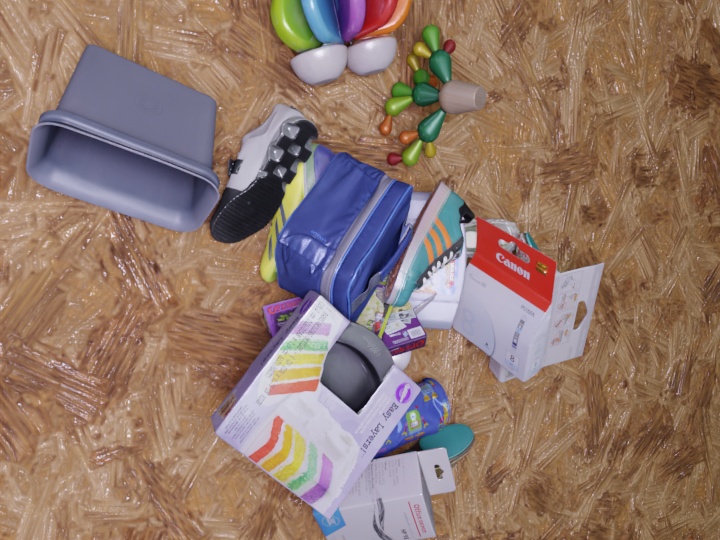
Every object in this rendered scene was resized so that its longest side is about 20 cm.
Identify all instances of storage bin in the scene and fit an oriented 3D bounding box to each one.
[{"bbox_3d":[-0.261,-0.151,0.682,0.195,0.145,0.139,19,58,-27],"label":"storage bin"}]

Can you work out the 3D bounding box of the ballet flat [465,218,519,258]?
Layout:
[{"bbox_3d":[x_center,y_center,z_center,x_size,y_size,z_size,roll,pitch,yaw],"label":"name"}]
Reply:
[{"bbox_3d":[0.201,-0.049,0.965,0.194,0.071,0.075,-4,96,-28],"label":"ballet flat"}]

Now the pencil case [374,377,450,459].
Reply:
[{"bbox_3d":[0.046,0.237,0.894,0.195,0.078,0.090,-19,89,-26],"label":"pencil case"}]

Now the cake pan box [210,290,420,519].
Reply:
[{"bbox_3d":[-0.046,0.155,0.694,0.184,0.052,0.201,44,80,-20],"label":"cake pan box"}]

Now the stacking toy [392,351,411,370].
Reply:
[{"bbox_3d":[-0.019,0.151,0.794,0.196,0.146,0.150,-28,106,-7],"label":"stacking toy"}]

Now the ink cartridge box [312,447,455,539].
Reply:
[{"bbox_3d":[0.039,0.328,0.832,0.193,0.068,0.118,-13,127,8],"label":"ink cartridge box"}]

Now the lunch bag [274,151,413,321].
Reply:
[{"bbox_3d":[-0.007,-0.042,0.760,0.130,0.137,0.203,27,64,12],"label":"lunch bag"}]

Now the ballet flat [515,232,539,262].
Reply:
[{"bbox_3d":[0.310,0.020,1.020,0.200,0.063,0.077,47,30,-28],"label":"ballet flat"}]

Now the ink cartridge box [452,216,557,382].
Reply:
[{"bbox_3d":[0.212,0.044,0.886,0.046,0.159,0.205,-25,131,-26],"label":"ink cartridge box"}]

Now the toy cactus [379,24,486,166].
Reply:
[{"bbox_3d":[0.112,-0.248,0.856,0.101,0.162,0.207,17,91,-47],"label":"toy cactus"}]

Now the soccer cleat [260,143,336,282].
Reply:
[{"bbox_3d":[-0.096,-0.083,0.816,0.082,0.065,0.205,27,85,4],"label":"soccer cleat"}]

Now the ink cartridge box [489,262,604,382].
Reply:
[{"bbox_3d":[0.307,0.079,0.983,0.170,0.045,0.206,-14,126,-16],"label":"ink cartridge box"}]

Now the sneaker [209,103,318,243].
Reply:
[{"bbox_3d":[-0.139,-0.130,0.782,0.201,0.089,0.074,-51,141,8],"label":"sneaker"}]

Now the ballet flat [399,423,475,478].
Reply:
[{"bbox_3d":[0.102,0.315,0.949,0.195,0.071,0.067,-18,128,-23],"label":"ballet flat"}]

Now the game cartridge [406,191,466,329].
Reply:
[{"bbox_3d":[0.097,-0.016,0.893,0.128,0.041,0.208,3,93,11],"label":"game cartridge"}]

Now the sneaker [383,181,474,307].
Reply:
[{"bbox_3d":[0.101,-0.027,0.807,0.079,0.071,0.203,31,66,-4],"label":"sneaker"}]

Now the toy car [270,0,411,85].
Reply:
[{"bbox_3d":[-0.020,-0.355,0.776,0.195,0.149,0.181,-18,102,-25],"label":"toy car"}]

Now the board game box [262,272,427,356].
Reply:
[{"bbox_3d":[-0.022,0.074,0.777,0.194,0.122,0.033,-14,144,-16],"label":"board game box"}]

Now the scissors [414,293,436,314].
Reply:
[{"bbox_3d":[0.031,0.098,0.872,0.072,0.014,0.202,33,102,-21],"label":"scissors"}]
